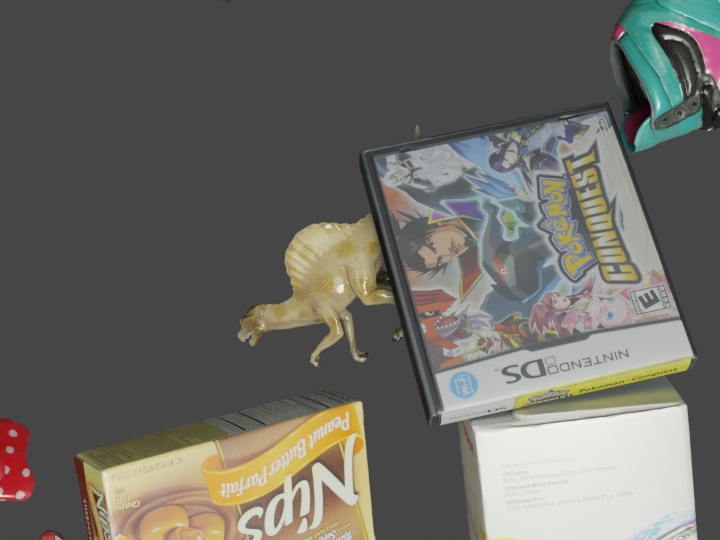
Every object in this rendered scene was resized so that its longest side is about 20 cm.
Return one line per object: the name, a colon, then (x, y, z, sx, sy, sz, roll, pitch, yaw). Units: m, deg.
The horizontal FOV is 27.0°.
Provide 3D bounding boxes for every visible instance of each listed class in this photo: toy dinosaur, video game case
toy dinosaur: (0.000, 0.000, 1.055, 0.101, 0.058, 0.200, 44, 97, -8)
video game case: (0.109, -0.008, 1.009, 0.180, 0.026, 0.200, -12, 67, -6)

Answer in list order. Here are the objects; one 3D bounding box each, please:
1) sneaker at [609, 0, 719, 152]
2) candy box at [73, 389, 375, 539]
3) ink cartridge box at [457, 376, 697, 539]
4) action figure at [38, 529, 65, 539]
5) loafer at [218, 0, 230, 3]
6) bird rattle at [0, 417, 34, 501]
sneaker: (0.240, -0.110, 1.026, 0.121, 0.084, 0.200, -39, 92, 1)
candy box: (-0.089, 0.162, 1.041, 0.200, 0.055, 0.116, -12, 104, -31)
ink cartridge box: (0.150, 0.172, 1.049, 0.144, 0.147, 0.200, -7, 102, 0)
action figure: (-0.160, 0.264, 1.085, 0.200, 0.099, 0.065, 43, 97, -7)
loafer: (-0.147, -0.255, 1.000, 0.063, 0.072, 0.200, -35, 95, 25)
bird rattle: (-0.331, 0.167, 1.050, 0.200, 0.113, 0.163, 3, 82, -13)
